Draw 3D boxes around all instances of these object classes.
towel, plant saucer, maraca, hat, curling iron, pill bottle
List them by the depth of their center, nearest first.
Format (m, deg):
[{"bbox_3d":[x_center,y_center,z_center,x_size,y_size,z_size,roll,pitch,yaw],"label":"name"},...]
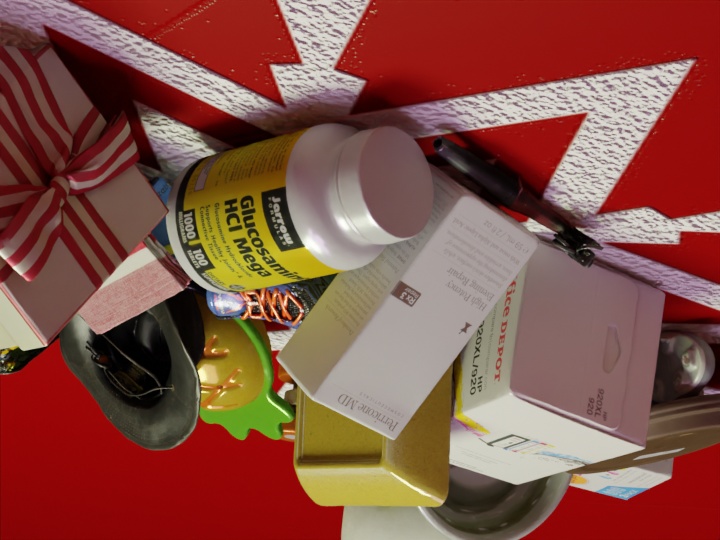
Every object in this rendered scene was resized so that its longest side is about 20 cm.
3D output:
[{"bbox_3d":[-0.046,-0.050,1.372,0.200,0.113,0.112,-12,149,42],"label":"pill bottle"},{"bbox_3d":[0.125,-0.056,1.390,0.200,0.026,0.050,35,-175,-38],"label":"curling iron"},{"bbox_3d":[-0.241,-0.042,1.472,0.144,0.023,0.200,-24,111,46],"label":"towel"},{"bbox_3d":[0.002,0.105,1.569,0.048,0.201,0.200,8,170,-35],"label":"plant saucer"},{"bbox_3d":[-0.185,0.057,1.594,0.200,0.081,0.201,26,131,34],"label":"hat"},{"bbox_3d":[0.269,0.154,1.658,0.199,0.030,0.200,-13,165,-3],"label":"plant saucer"},{"bbox_3d":[-0.138,0.086,1.701,0.137,0.107,0.200,-2,128,38],"label":"maraca"},{"bbox_3d":[0.117,0.161,1.711,0.200,0.201,0.050,23,173,-28],"label":"plant saucer"}]

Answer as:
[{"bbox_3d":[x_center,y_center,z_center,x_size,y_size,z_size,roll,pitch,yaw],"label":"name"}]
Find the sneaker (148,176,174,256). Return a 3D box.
[{"bbox_3d":[-0.235,-0.058,1.518,0.199,0.066,0.079,5,130,30],"label":"sneaker"}]

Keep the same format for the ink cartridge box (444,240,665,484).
[{"bbox_3d":[0.144,0.084,1.560,0.144,0.148,0.200,21,155,-23],"label":"ink cartridge box"}]

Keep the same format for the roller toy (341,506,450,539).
[{"bbox_3d":[0.068,0.259,1.816,0.139,0.183,0.200,5,-179,15],"label":"roller toy"}]

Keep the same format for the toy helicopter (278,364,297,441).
[{"bbox_3d":[0.012,0.138,1.838,0.199,0.079,0.132,-11,154,40],"label":"toy helicopter"}]

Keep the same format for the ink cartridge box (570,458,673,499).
[{"bbox_3d":[0.209,0.171,1.839,0.199,0.068,0.115,15,157,-11],"label":"ink cartridge box"}]

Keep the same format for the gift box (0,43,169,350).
[{"bbox_3d":[-0.282,-0.054,1.334,0.186,0.185,0.200,-10,127,44],"label":"gift box"}]

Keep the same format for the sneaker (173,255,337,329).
[{"bbox_3d":[-0.088,0.018,1.493,0.200,0.078,0.076,22,132,37],"label":"sneaker"}]

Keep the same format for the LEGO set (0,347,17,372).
[{"bbox_3d":[-0.361,0.035,1.652,0.199,0.154,0.116,-1,139,14],"label":"LEGO set"}]

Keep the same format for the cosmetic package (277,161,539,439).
[{"bbox_3d":[0.037,0.024,1.406,0.102,0.200,0.074,29,-172,-39],"label":"cosmetic package"}]

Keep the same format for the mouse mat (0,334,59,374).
[{"bbox_3d":[-0.355,0.055,1.713,0.160,0.008,0.200,3,-160,17],"label":"mouse mat"}]

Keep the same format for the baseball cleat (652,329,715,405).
[{"bbox_3d":[0.291,0.101,1.668,0.106,0.070,0.200,2,164,-24],"label":"baseball cleat"}]
